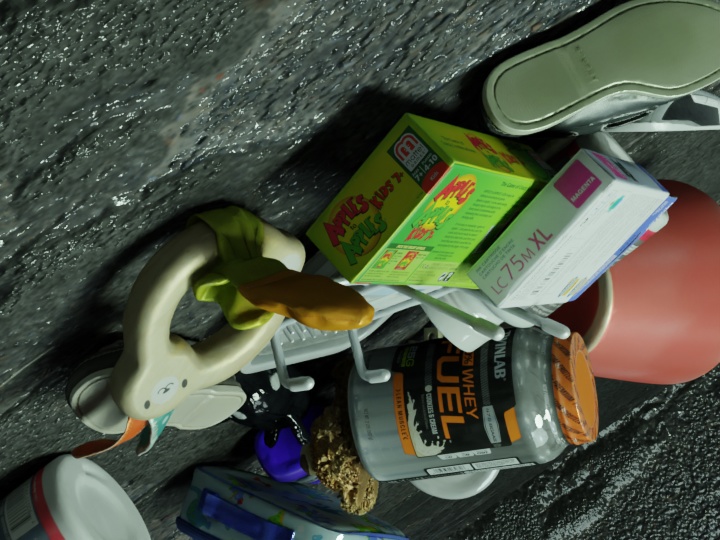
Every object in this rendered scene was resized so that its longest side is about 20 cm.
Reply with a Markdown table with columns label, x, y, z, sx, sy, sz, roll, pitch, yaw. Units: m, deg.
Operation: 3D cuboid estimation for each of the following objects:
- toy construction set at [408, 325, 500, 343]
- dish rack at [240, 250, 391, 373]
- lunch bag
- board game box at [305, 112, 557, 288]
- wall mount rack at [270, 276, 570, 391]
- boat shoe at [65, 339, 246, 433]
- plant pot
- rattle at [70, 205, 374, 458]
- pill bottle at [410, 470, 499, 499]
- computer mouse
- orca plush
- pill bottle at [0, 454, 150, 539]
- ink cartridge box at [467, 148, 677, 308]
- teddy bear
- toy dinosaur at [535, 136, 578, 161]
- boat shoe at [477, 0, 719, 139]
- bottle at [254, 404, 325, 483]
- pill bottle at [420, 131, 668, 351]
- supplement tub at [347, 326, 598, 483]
| label | x | y | z | sx | sy | sz | roll | pitch | yaw |
| --- | --- | --- | --- | --- | --- | --- | --- | --- | --- |
| toy construction set | 0.150 | 0.071 | 1.501 | 0.200 | 0.131 | 0.092 | -16 | 132 | -33 |
| dish rack | 0.000 | 0.000 | 1.126 | 0.200 | 0.044 | 0.172 | -44 | 162 | 30 |
| lunch bag | -0.069 | 0.254 | 1.424 | 0.161 | 0.200 | 0.082 | 23 | 85 | -56 |
| board game box | 0.057 | -0.041 | 0.978 | 0.102 | 0.048 | 0.200 | -50 | 158 | 18 |
| wall mount rack | 0.040 | 0.037 | 1.044 | 0.174 | 0.075 | 0.200 | -20 | 170 | 28 |
| boat shoe | -0.153 | 0.076 | 1.050 | 0.067 | 0.057 | 0.200 | -41 | 157 | 13 |
| plant pot | 0.233 | 0.014 | 1.386 | 0.177 | 0.200 | 0.200 | -3 | 146 | -42 |
| rattle | -0.086 | 0.072 | 0.924 | 0.200 | 0.143 | 0.130 | -57 | 161 | 5 |
| pill bottle | 0.100 | 0.157 | 1.562 | 0.109 | 0.109 | 0.200 | -38 | -174 | 14 |
| computer mouse | 0.270 | -0.137 | 1.216 | 0.110 | 0.044 | 0.200 | 5 | -172 | 40 |
| orca plush | -0.076 | 0.134 | 1.306 | 0.105 | 0.071 | 0.200 | -30 | 163 | -14 |
| pill bottle | -0.275 | 0.247 | 1.166 | 0.200 | 0.120 | 0.120 | -37 | 163 | 10 |
| ink cartridge box | 0.158 | -0.028 | 1.069 | 0.119 | 0.042 | 0.200 | -48 | 160 | 16 |
| teddy bear | -0.007 | 0.154 | 1.400 | 0.200 | 0.067 | 0.145 | -62 | 155 | -55 |
| toy dinosaur | 0.173 | -0.123 | 1.113 | 0.200 | 0.047 | 0.088 | -32 | 170 | 5 |
| boat shoe | 0.169 | -0.133 | 1.018 | 0.199 | 0.075 | 0.066 | -24 | 175 | -16 |
| bottle | -0.042 | 0.181 | 1.513 | 0.084 | 0.065 | 0.200 | -32 | 164 | 8 |
| pill bottle | 0.143 | -0.023 | 1.212 | 0.200 | 0.111 | 0.111 | -40 | 163 | 17 |
| supplement tub | 0.099 | 0.115 | 1.289 | 0.200 | 0.123 | 0.123 | -11 | 170 | 19 |
